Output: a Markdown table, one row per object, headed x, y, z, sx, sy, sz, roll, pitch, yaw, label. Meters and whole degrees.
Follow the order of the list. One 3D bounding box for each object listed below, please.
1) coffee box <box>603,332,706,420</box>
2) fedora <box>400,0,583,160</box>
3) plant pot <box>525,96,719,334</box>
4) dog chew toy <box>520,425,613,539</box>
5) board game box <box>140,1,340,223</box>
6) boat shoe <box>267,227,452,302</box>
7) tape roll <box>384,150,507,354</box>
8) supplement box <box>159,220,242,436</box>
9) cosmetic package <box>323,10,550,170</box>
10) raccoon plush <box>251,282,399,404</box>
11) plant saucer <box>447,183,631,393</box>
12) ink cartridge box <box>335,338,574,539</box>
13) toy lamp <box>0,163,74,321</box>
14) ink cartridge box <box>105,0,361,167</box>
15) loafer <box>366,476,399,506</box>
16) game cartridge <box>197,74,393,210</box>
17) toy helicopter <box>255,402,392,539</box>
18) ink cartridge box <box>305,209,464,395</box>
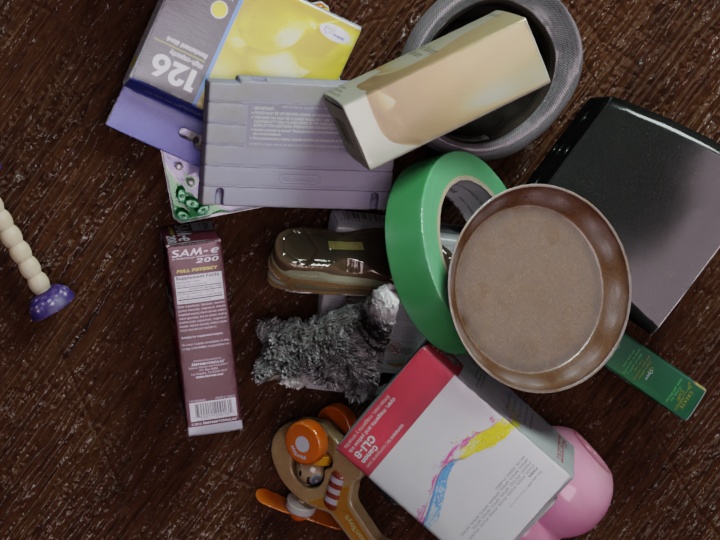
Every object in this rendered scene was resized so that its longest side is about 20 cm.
| x | y | z | sx | sy | sz | roll | pitch | yaw | label |
| --- | --- | --- | --- | --- | --- | --- | --- | --- | --- |
| 0.270 | 0.082 | 1.753 | 0.199 | 0.123 | 0.044 | 34 | 91 | -14 | coffee box |
| 0.125 | -0.212 | 1.676 | 0.177 | 0.090 | 0.200 | 42 | 92 | -16 | fedora |
| 0.279 | -0.077 | 1.693 | 0.177 | 0.200 | 0.200 | 37 | 93 | -4 | plant pot |
| 0.182 | 0.265 | 1.778 | 0.200 | 0.125 | 0.125 | -42 | 106 | 8 | dog chew toy |
| -0.113 | -0.163 | 1.674 | 0.198 | 0.026 | 0.202 | -11 | 104 | -9 | board game box |
| 0.000 | 0.000 | 1.666 | 0.198 | 0.072 | 0.076 | 8 | 142 | -13 | boat shoe |
| 0.102 | -0.018 | 1.625 | 0.048 | 0.200 | 0.202 | -15 | 110 | 36 | tape roll |
| -0.166 | 0.058 | 1.668 | 0.060 | 0.109 | 0.202 | -7 | 102 | -9 | supplement box |
| 0.073 | -0.178 | 1.571 | 0.199 | 0.105 | 0.072 | -27 | 107 | -7 | cosmetic package |
| -0.039 | 0.055 | 1.647 | 0.133 | 0.097 | 0.201 | 9 | 138 | -5 | raccoon plush |
| 0.169 | 0.018 | 1.568 | 0.198 | 0.034 | 0.202 | 1 | 86 | -22 | plant saucer |
| 0.103 | 0.182 | 1.650 | 0.200 | 0.145 | 0.145 | 41 | 100 | 3 | ink cartridge box |
| -0.360 | -0.047 | 1.636 | 0.058 | 0.058 | 0.201 | -30 | 108 | -3 | toy lamp |
| -0.128 | -0.197 | 1.628 | 0.196 | 0.047 | 0.201 | 23 | 94 | -16 | ink cartridge box |
| 0.082 | 0.166 | 1.754 | 0.200 | 0.073 | 0.072 | -47 | 113 | 1 | loafer |
| -0.062 | -0.128 | 1.620 | 0.198 | 0.038 | 0.131 | 1 | 100 | -17 | game cartridge |
| -0.029 | 0.252 | 1.733 | 0.132 | 0.079 | 0.201 | -42 | 79 | 32 | toy helicopter |
| 0.030 | 0.040 | 1.746 | 0.158 | 0.047 | 0.202 | 6 | 117 | -13 | ink cartridge box |
